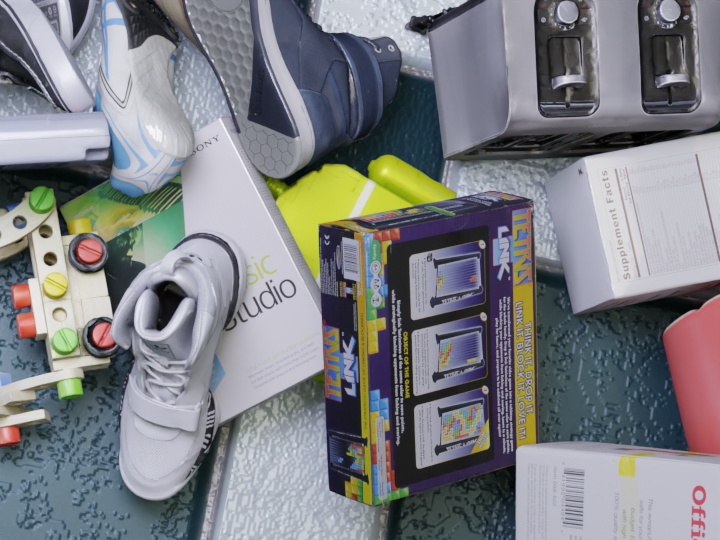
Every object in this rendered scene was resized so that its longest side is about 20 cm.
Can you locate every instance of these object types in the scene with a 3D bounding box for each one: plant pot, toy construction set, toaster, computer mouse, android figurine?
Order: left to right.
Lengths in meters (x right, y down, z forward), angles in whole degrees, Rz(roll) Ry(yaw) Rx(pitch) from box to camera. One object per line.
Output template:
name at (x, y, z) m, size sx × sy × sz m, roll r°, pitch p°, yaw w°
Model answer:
toy construction set at (-0.243, 0.025, 1.628) m, size 0.131 × 0.092 × 0.201 m, roll -8°, pitch 93°, yaw -15°
computer mouse at (-0.229, -0.253, 1.690) m, size 0.044 × 0.110 × 0.201 m, roll -12°, pitch 97°, yaw -31°
android figurine at (0.000, 0.000, 1.716) m, size 0.199 × 0.041 × 0.183 m, roll 28°, pitch 79°, yaw -7°
toaster at (0.154, -0.153, 1.700) m, size 0.180 × 0.200 × 0.119 m, roll -2°, pitch 85°, yaw -19°
plant pot at (0.324, 0.099, 1.697) m, size 0.200 × 0.200 × 0.178 m, roll -19°, pitch 76°, yaw -13°

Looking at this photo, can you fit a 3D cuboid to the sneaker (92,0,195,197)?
sneaker at (-0.168, -0.137, 1.657) m, size 0.072 × 0.072 × 0.200 m, roll 34°, pitch 30°, yaw -38°

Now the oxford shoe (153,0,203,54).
oxford shoe at (-0.135, -0.227, 1.699) m, size 0.071 × 0.074 × 0.200 m, roll -46°, pitch 121°, yaw -28°

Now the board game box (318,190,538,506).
board game box at (0.051, 0.053, 1.649) m, size 0.165 × 0.057 × 0.201 m, roll -11°, pitch 105°, yaw -39°

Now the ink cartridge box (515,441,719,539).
ink cartridge box at (0.209, 0.202, 1.632) m, size 0.083 × 0.200 × 0.146 m, roll 1°, pitch 90°, yaw -42°

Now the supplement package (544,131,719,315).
supplement package at (0.257, -0.043, 1.736) m, size 0.199 × 0.110 × 0.114 m, roll -10°, pitch 84°, yaw -12°

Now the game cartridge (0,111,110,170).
game cartridge at (-0.250, -0.088, 1.598) m, size 0.133 × 0.200 × 0.041 m, roll -8°, pitch 93°, yaw -12°

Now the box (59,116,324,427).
box at (-0.114, 0.008, 1.668) m, size 0.144 × 0.036 × 0.201 m, roll -28°, pitch 86°, yaw 12°

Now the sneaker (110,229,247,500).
sneaker at (-0.140, 0.071, 1.601) m, size 0.075 × 0.115 × 0.201 m, roll 17°, pitch 97°, yaw 11°

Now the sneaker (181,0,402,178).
sneaker at (-0.048, -0.181, 1.684) m, size 0.146 × 0.077 × 0.203 m, roll -25°, pitch 99°, yaw -47°

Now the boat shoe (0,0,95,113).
boat shoe at (-0.255, -0.161, 1.631) m, size 0.068 × 0.074 × 0.199 m, roll -35°, pitch 51°, yaw -7°
